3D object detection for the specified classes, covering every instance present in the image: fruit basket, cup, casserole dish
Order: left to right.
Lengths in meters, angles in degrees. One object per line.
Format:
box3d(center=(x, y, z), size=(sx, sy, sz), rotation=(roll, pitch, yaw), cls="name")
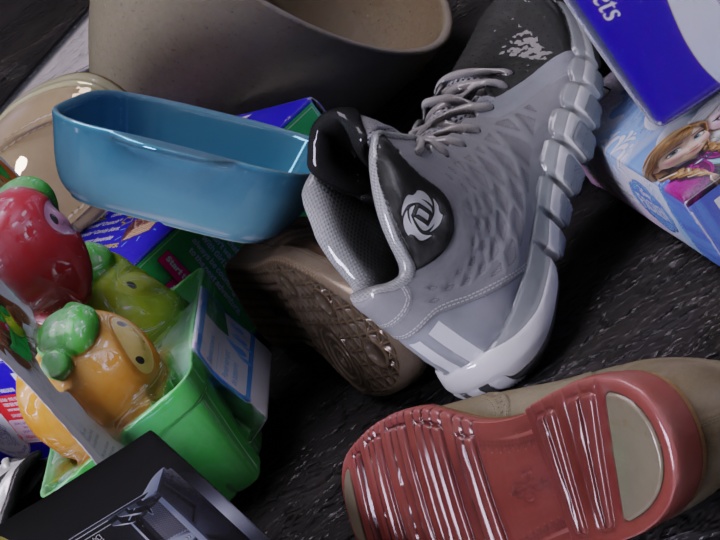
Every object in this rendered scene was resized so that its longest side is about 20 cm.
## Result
box3d(center=(-0.121, 0.017, 1.279), size=(0.094, 0.200, 0.185), rotation=(-33, 17, 12), cls="fruit basket")
box3d(center=(-0.076, -0.047, 1.333), size=(0.200, 0.121, 0.039), rotation=(-62, -13, -81), cls="casserole dish")
box3d(center=(-0.070, -0.128, 1.625), size=(0.143, 0.200, 0.200), rotation=(-56, 7, 27), cls="cup")

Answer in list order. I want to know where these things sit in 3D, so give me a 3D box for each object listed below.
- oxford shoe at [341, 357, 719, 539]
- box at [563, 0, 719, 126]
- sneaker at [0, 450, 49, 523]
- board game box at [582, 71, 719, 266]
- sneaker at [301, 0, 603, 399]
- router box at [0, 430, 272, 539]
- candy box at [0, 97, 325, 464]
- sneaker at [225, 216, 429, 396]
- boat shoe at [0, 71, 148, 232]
box3d(center=(0.068, 0.072, 1.040), size=(0.075, 0.071, 0.200), rotation=(-15, 1, -37), cls="oxford shoe")
box3d(center=(0.169, -0.173, 1.237), size=(0.200, 0.105, 0.184), rotation=(-34, 15, 8), cls="box")
box3d(center=(-0.182, 0.113, 1.388), size=(0.115, 0.076, 0.201), rotation=(-25, 27, 7), cls="sneaker")
box3d(center=(0.192, -0.091, 1.228), size=(0.200, 0.043, 0.199), rotation=(-37, 16, -3), cls="board game box")
box3d(center=(0.033, -0.056, 1.213), size=(0.075, 0.115, 0.201), rotation=(-28, 42, 41), cls="sneaker")
box3d(center=(-0.098, 0.147, 1.072), size=(0.157, 0.052, 0.200), rotation=(-32, 25, -12), cls="router box")
box3d(center=(-0.107, 0.009, 1.478), size=(0.200, 0.077, 0.169), rotation=(-46, 18, -26), cls="candy box")
box3d(center=(0.000, 0.000, 1.313), size=(0.075, 0.071, 0.200), rotation=(-35, 18, -13), cls="sneaker")
box3d(center=(-0.178, -0.026, 1.466), size=(0.200, 0.072, 0.065), rotation=(-34, 19, 38), cls="boat shoe")
